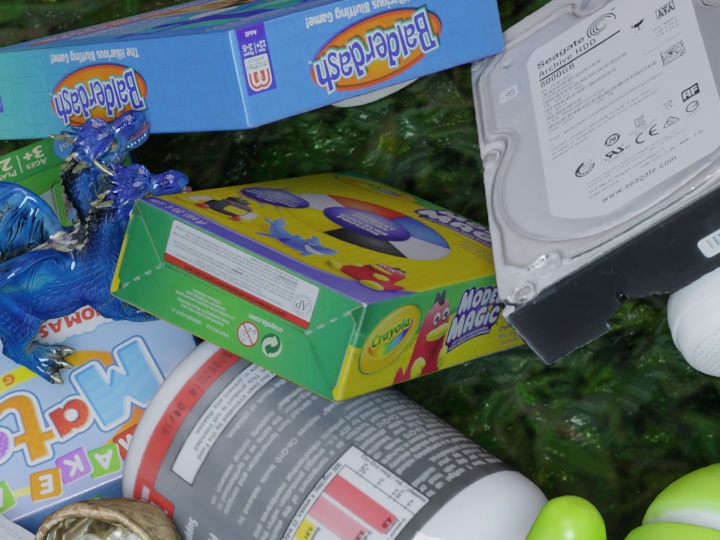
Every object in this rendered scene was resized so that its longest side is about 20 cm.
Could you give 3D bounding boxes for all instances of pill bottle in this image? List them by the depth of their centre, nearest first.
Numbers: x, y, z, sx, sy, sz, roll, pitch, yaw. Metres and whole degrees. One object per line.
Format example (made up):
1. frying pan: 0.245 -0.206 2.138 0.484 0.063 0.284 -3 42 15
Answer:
1. pill bottle: 0.008 0.112 0.903 0.200 0.116 0.116 33 71 29

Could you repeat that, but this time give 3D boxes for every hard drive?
1. hard drive: 0.114 -0.064 0.910 0.140 0.038 0.200 -31 30 20

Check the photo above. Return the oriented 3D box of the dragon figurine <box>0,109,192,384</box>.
1. dragon figurine: -0.150 0.000 0.960 0.200 0.099 0.059 -26 53 17

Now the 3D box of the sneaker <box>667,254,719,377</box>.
1. sneaker: 0.214 0.047 0.819 0.200 0.074 0.116 -2 55 12

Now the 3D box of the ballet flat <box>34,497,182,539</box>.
1. ballet flat: -0.067 0.162 0.834 0.071 0.065 0.200 -50 55 9

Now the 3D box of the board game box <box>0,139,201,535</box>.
1. board game box: -0.155 0.033 1.041 0.151 0.037 0.200 -22 57 -1

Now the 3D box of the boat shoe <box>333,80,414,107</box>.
1. boat shoe: 0.042 -0.166 1.084 0.200 0.063 0.073 -43 47 3

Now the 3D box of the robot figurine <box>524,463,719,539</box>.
1. robot figurine: 0.125 0.151 0.762 0.175 0.116 0.200 30 64 11

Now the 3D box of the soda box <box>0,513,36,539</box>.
1. soda box: -0.097 0.177 0.917 0.200 0.068 0.063 28 68 26

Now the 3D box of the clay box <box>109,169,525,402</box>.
1. clay box: 0.000 0.000 0.942 0.115 0.200 0.048 24 109 25

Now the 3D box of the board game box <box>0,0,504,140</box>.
1. board game box: -0.058 -0.098 1.002 0.152 0.045 0.200 -20 15 -38
